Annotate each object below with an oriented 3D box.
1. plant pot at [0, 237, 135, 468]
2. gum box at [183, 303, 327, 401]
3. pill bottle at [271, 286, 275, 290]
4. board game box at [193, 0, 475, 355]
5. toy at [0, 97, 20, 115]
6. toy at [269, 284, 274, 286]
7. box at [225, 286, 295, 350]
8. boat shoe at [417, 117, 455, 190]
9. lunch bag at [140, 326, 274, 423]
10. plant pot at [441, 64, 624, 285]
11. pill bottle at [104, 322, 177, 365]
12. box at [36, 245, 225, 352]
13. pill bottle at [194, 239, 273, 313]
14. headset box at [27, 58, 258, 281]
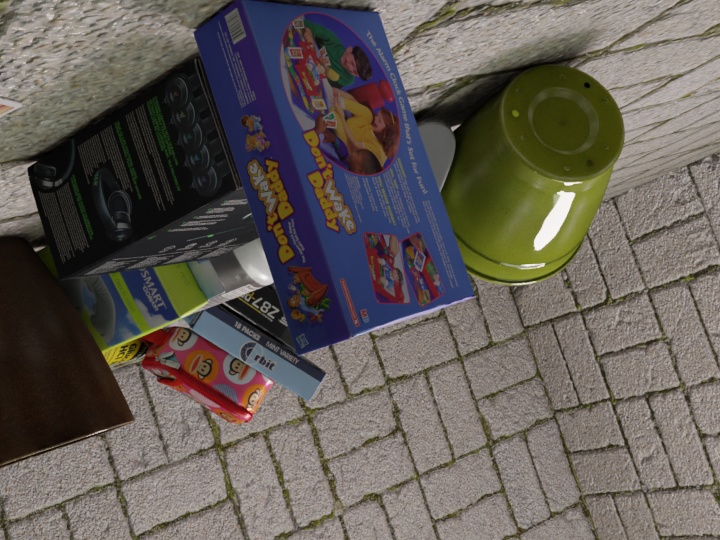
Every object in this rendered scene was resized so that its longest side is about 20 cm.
[{"bbox_3d":[-0.334,0.078,0.948,0.186,0.201,0.187,-19,175,-2],"label":"plant pot"},{"bbox_3d":[-0.145,0.086,1.260,0.045,0.169,0.200,-57,-162,-6],"label":"gum box"},{"bbox_3d":[-0.075,-0.031,1.300,0.109,0.110,0.200,-17,175,-27],"label":"pill bottle"},{"bbox_3d":[-0.012,-0.061,0.618,0.045,0.201,0.134,-22,174,38],"label":"board game box"},{"bbox_3d":[-0.256,-0.062,0.470,0.115,0.047,0.200,-22,176,11],"label":"toy"},{"bbox_3d":[-0.087,-0.007,1.171,0.114,0.047,0.200,8,151,17],"label":"toy"},{"bbox_3d":[-0.143,0.027,1.230,0.049,0.161,0.200,-57,-167,-5],"label":"box"},{"bbox_3d":[0.048,-0.066,1.060,0.068,0.201,0.057,22,-167,-8],"label":"boat shoe"},{"bbox_3d":[-0.219,0.130,1.342,0.082,0.176,0.200,-59,-167,-14],"label":"lunch bag"},{"bbox_3d":[0.180,-0.112,1.050,0.199,0.201,0.193,-18,163,-16],"label":"plant pot"},{"bbox_3d":[-0.352,0.075,1.395,0.112,0.113,0.200,-22,175,33],"label":"pill bottle"},{"bbox_3d":[-0.233,0.006,0.973,0.199,0.123,0.048,-22,-172,39],"label":"box"},{"bbox_3d":[-0.148,-0.025,1.039,0.199,0.114,0.114,-21,175,18],"label":"pill bottle"},{"bbox_3d":[-0.108,-0.075,0.738,0.199,0.093,0.174,-23,174,34],"label":"headset box"}]
